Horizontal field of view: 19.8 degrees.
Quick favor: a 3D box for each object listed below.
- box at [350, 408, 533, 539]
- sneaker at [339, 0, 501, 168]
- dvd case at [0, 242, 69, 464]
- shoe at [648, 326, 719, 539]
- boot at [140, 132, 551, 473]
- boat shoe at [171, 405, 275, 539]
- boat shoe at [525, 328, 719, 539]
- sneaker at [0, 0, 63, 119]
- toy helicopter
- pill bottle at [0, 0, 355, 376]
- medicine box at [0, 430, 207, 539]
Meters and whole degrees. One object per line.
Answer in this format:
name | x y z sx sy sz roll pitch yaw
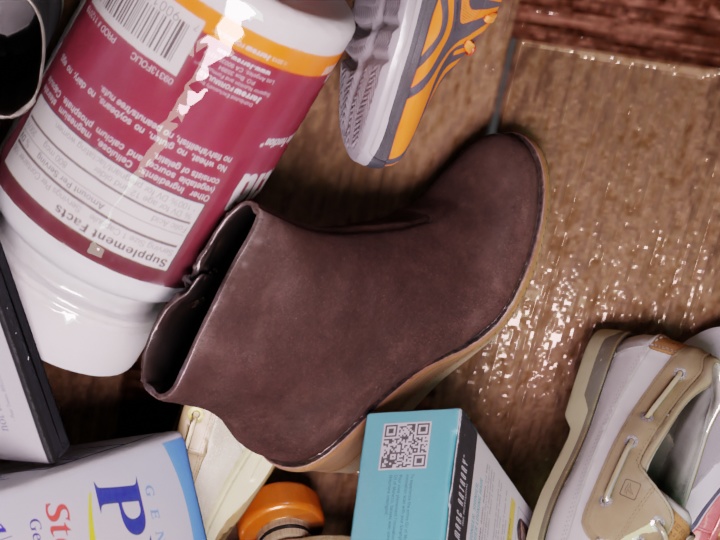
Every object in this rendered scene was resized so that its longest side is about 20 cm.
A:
box | 0.054 0.149 1.018 0.049 0.083 0.200 -4 148 21
sneaker | 0.065 -0.133 0.935 0.111 0.078 0.202 16 101 -20
dvd case | -0.237 0.021 0.949 0.198 0.018 0.144 2 123 27
shoe | 0.180 0.128 1.120 0.091 0.071 0.201 19 102 -44
boot | 0.000 0.000 0.959 0.201 0.072 0.166 -57 144 0
boat shoe | -0.103 0.126 1.065 0.066 0.074 0.201 28 107 -10
boat shoe | 0.132 0.124 1.035 0.068 0.202 0.075 4 158 29
sneaker | -0.176 -0.167 0.869 0.074 0.106 0.201 -24 119 3
toy helicopter | -0.052 0.208 1.120 0.132 0.079 0.200 27 124 -38
pill bottle | -0.097 -0.059 0.938 0.113 0.114 0.201 25 111 -21
medicine box | -0.160 0.187 0.948 0.102 0.199 0.184 -12 92 39
